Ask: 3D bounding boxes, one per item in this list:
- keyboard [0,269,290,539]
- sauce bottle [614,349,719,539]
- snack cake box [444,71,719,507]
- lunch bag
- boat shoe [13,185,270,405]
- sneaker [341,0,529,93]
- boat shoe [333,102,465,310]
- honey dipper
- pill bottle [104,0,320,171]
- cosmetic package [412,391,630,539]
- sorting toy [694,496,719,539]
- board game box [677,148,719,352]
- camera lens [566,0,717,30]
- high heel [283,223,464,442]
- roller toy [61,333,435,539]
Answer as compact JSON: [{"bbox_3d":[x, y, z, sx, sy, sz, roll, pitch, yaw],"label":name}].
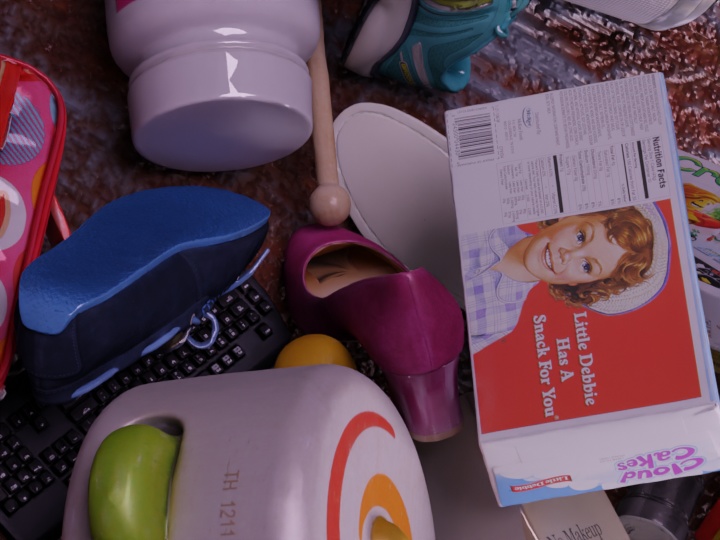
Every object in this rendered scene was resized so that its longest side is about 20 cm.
[{"bbox_3d":[-0.108,0.066,1.357,0.200,0.040,0.104,-39,87,-31],"label":"keyboard"},{"bbox_3d":[0.189,0.066,1.477,0.066,0.066,0.200,34,58,-7],"label":"sauce bottle"},{"bbox_3d":[0.109,0.007,1.320,0.115,0.067,0.200,-9,55,7],"label":"snack cake box"},{"bbox_3d":[-0.225,-0.020,1.323,0.176,0.082,0.200,20,62,-20],"label":"lunch bag"},{"bbox_3d":[-0.116,0.009,1.343,0.084,0.069,0.200,19,26,28],"label":"boat shoe"},{"bbox_3d":[0.055,-0.162,1.433,0.080,0.200,0.078,22,59,-6],"label":"sneaker"},{"bbox_3d":[0.064,-0.018,1.471,0.200,0.073,0.062,41,15,4],"label":"boat shoe"},{"bbox_3d":[-0.025,-0.113,1.458,0.038,0.038,0.200,8,58,-21],"label":"honey dipper"},{"bbox_3d":[-0.080,-0.162,1.424,0.113,0.113,0.200,3,67,-23],"label":"pill bottle"},{"bbox_3d":[0.092,0.160,1.365,0.104,0.073,0.200,-10,71,-62],"label":"cosmetic package"},{"bbox_3d":[0.291,0.105,1.436,0.199,0.200,0.070,-11,56,-28],"label":"sorting toy"},{"bbox_3d":[0.197,-0.004,1.402,0.200,0.035,0.126,24,34,27],"label":"board game box"},{"bbox_3d":[0.124,-0.234,1.520,0.200,0.160,0.160,16,63,-18],"label":"camera lens"},{"bbox_3d":[0.000,0.000,1.350,0.067,0.096,0.200,-16,32,-8],"label":"high heel"},{"bbox_3d":[-0.041,0.137,1.257,0.200,0.140,0.183,-41,122,-66],"label":"roller toy"}]
